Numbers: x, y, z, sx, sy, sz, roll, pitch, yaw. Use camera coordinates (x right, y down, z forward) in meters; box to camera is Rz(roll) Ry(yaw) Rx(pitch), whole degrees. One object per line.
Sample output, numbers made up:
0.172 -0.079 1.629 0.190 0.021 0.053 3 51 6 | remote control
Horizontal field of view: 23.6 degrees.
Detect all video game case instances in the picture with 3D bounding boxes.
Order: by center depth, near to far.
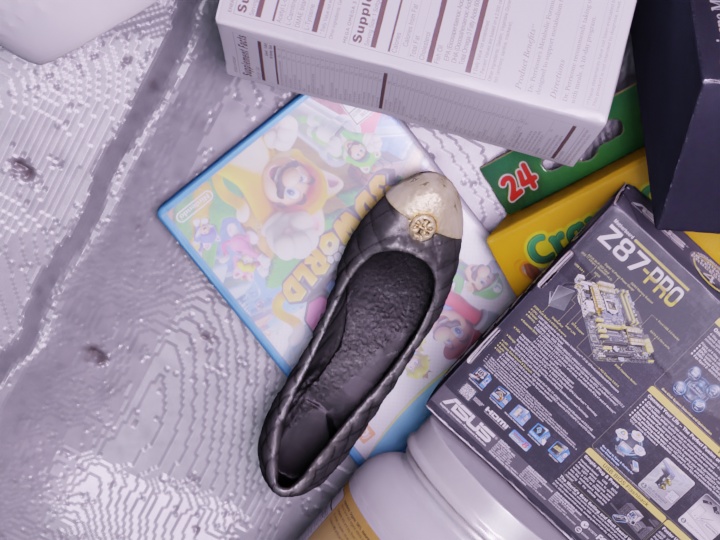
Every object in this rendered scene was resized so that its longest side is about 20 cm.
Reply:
0.000 0.000 0.986 0.143 0.018 0.201 -38 101 5 | video game case

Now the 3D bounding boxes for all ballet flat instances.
0.004 0.039 0.956 0.066 0.057 0.201 25 100 -8 | ballet flat

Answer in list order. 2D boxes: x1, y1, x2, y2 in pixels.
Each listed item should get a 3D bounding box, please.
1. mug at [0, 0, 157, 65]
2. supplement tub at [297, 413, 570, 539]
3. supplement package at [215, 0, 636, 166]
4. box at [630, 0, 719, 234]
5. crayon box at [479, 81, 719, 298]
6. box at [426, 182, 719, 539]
-0.149 -0.215 0.872 0.199 0.148 0.176 -30 105 -3 | mug
0.020 0.194 0.964 0.144 0.144 0.200 40 98 -10 | supplement tub
0.035 -0.140 0.888 0.198 0.114 0.111 15 82 0 | supplement package
0.236 -0.120 0.870 0.180 0.201 0.105 5 139 -3 | box
0.157 0.009 0.951 0.126 0.051 0.201 -28 96 26 | crayon box
0.158 0.080 0.919 0.200 0.049 0.161 42 117 2 | box
